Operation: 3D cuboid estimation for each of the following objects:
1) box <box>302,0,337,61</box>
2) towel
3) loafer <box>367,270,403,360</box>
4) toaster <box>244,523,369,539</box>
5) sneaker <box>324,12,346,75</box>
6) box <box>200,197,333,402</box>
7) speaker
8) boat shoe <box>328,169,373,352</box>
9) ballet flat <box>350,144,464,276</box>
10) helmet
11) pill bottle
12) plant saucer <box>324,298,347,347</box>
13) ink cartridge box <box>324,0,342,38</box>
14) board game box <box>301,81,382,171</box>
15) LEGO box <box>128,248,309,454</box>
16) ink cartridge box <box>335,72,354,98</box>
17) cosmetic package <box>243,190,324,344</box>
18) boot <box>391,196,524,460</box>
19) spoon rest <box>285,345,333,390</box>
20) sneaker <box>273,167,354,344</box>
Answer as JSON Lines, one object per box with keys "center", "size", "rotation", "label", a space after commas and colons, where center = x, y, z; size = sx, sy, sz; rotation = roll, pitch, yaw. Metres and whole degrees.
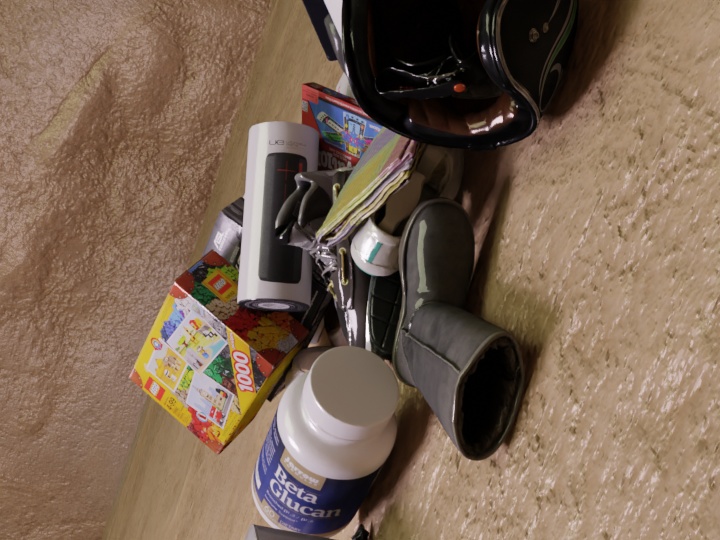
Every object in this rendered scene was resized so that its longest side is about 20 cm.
{"center": [-0.004, -0.406, 1.441], "size": [0.200, 0.123, 0.199], "rotation": [63, -154, -50], "label": "box"}
{"center": [0.032, -0.111, 1.069], "size": [0.144, 0.023, 0.200], "rotation": [-42, 14, 41], "label": "towel"}
{"center": [0.045, 0.005, 1.102], "size": [0.072, 0.072, 0.201], "rotation": [111, 177, -55], "label": "loafer"}
{"center": [-0.057, 0.332, 1.010], "size": [0.200, 0.118, 0.182], "rotation": [-127, 55, -73], "label": "toaster"}
{"center": [0.040, -0.217, 1.139], "size": [0.087, 0.200, 0.074], "rotation": [-32, 62, 24], "label": "sneaker"}
{"center": [-0.124, 0.036, 1.391], "size": [0.050, 0.157, 0.200], "rotation": [-42, -16, -51], "label": "box"}
{"center": [-0.089, -0.059, 1.280], "size": [0.081, 0.081, 0.201], "rotation": [149, 126, -70], "label": "speaker"}
{"center": [0.000, 0.000, 1.175], "size": [0.072, 0.060, 0.202], "rotation": [-18, -69, -70], "label": "boat shoe"}
{"center": [0.054, -0.078, 1.074], "size": [0.200, 0.069, 0.069], "rotation": [-59, 3, -36], "label": "ballet flat"}
{"center": [0.081, -0.213, 0.929], "size": [0.200, 0.199, 0.192], "rotation": [143, 137, -67], "label": "helmet"}
{"center": [-0.030, 0.158, 1.077], "size": [0.200, 0.110, 0.111], "rotation": [112, 166, -49], "label": "pill bottle"}
{"center": [-0.002, 0.003, 1.349], "size": [0.200, 0.032, 0.201], "rotation": [-165, 90, -77], "label": "plant saucer"}
{"center": [0.070, -0.261, 1.069], "size": [0.200, 0.116, 0.067], "rotation": [-38, 26, -25], "label": "ink cartridge box"}
{"center": [-0.002, -0.131, 1.272], "size": [0.200, 0.019, 0.103], "rotation": [30, 127, 47], "label": "board game box"}
{"center": [-0.168, 0.098, 1.361], "size": [0.077, 0.149, 0.200], "rotation": [-44, -9, -45], "label": "LEGO box"}
{"center": [0.036, -0.213, 1.329], "size": [0.200, 0.084, 0.146], "rotation": [123, 159, -48], "label": "ink cartridge box"}
{"center": [-0.094, -0.016, 1.474], "size": [0.052, 0.150, 0.201], "rotation": [-100, 29, -61], "label": "cosmetic package"}
{"center": [0.076, 0.037, 0.927], "size": [0.200, 0.072, 0.183], "rotation": [-134, 47, -81], "label": "boot"}
{"center": [-0.051, 0.148, 1.314], "size": [0.200, 0.060, 0.100], "rotation": [-101, 30, -63], "label": "spoon rest"}
{"center": [-0.040, -0.010, 1.224], "size": [0.075, 0.115, 0.201], "rotation": [-18, 77, 47], "label": "sneaker"}
